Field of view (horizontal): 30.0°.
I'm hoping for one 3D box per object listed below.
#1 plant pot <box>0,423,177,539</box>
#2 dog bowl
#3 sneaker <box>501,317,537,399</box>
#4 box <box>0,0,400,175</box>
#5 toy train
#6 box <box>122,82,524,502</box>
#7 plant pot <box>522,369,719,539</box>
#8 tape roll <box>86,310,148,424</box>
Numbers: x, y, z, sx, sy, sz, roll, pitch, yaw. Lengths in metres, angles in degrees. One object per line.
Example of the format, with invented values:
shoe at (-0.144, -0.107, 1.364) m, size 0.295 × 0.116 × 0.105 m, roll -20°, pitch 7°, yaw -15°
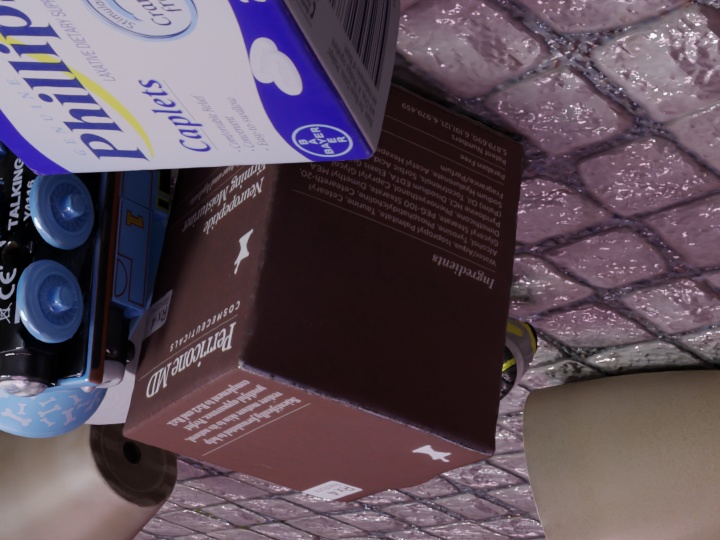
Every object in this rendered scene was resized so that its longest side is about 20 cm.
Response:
plant pot at (-0.282, 0.215, 1.353) m, size 0.173 × 0.202 × 0.199 m, roll -29°, pitch 138°, yaw 30°
dog bowl at (-0.187, 0.012, 0.868) m, size 0.111 × 0.201 × 0.050 m, roll 34°, pitch 138°, yaw -11°
sneaker at (0.042, 0.058, 1.023) m, size 0.198 × 0.076 × 0.076 m, roll 11°, pitch -160°, yaw 33°
box at (-0.104, -0.136, 0.632) m, size 0.198 × 0.106 × 0.184 m, roll -1°, pitch 153°, yaw 21°
toy train at (-0.171, -0.020, 0.793) m, size 0.086 × 0.202 × 0.114 m, roll -12°, pitch 158°, yaw 33°
box at (-0.020, 0.009, 0.796) m, size 0.163 × 0.202 × 0.166 m, roll 22°, pitch 151°, yaw -25°
plant pot at (0.256, 0.156, 1.065) m, size 0.198 × 0.189 × 0.187 m, roll -21°, pitch 144°, yaw 23°
tape roll at (-0.263, 0.067, 1.153) m, size 0.198 × 0.067 × 0.201 m, roll 8°, pitch 155°, yaw 4°
